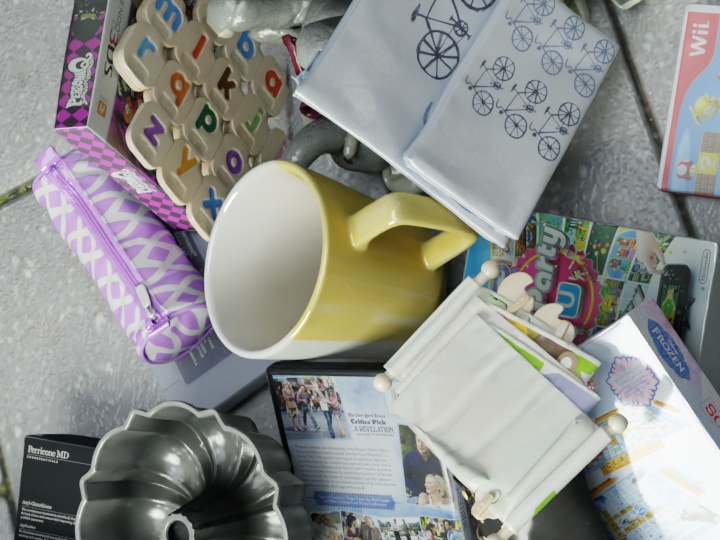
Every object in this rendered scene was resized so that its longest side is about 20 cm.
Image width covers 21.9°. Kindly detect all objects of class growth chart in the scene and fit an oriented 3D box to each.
[{"bbox_3d":[0.095,0.083,1.274,0.145,0.018,0.200,-39,45,0],"label":"growth chart"}]

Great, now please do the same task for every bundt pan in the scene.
[{"bbox_3d":[-0.117,0.198,1.416,0.201,0.076,0.203,0,90,32],"label":"bundt pan"}]

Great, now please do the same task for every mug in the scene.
[{"bbox_3d":[-0.005,0.007,1.410,0.186,0.153,0.150,17,94,51],"label":"mug"}]

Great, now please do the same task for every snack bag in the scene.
[{"bbox_3d":[0.073,-0.147,1.348,0.200,0.021,0.189,35,70,-12],"label":"snack bag"}]

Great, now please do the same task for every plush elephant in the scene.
[{"bbox_3d":[-0.013,-0.139,1.460,0.164,0.200,0.155,24,118,41],"label":"plush elephant"}]

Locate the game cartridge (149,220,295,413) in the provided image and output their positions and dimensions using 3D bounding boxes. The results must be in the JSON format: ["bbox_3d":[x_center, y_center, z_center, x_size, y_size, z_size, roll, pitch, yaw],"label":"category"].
[{"bbox_3d":[-0.136,0.019,1.565,0.133,0.041,0.200,-36,69,24],"label":"game cartridge"}]

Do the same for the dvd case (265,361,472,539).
[{"bbox_3d":[0.011,0.162,1.398,0.142,0.018,0.201,-1,112,30],"label":"dvd case"}]

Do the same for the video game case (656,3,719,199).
[{"bbox_3d":[0.321,-0.116,1.345,0.199,0.017,0.144,9,88,29],"label":"video game case"}]

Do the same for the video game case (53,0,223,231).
[{"bbox_3d":[-0.168,-0.152,1.488,0.036,0.200,0.182,-3,67,24],"label":"video game case"}]

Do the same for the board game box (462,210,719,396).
[{"bbox_3d":[0.172,0.038,1.370,0.199,0.064,0.148,11,93,34],"label":"board game box"}]

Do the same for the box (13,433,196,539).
[{"bbox_3d":[-0.188,0.218,1.544,0.199,0.079,0.142,6,92,29],"label":"box"}]

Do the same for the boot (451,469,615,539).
[{"bbox_3d":[0.093,0.190,1.318,0.200,0.073,0.151,-12,101,36],"label":"boot"}]

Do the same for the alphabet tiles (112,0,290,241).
[{"bbox_3d":[-0.120,-0.127,1.476,0.015,0.200,0.196,-13,40,35],"label":"alphabet tiles"}]

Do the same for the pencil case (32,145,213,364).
[{"bbox_3d":[-0.195,-0.013,1.534,0.084,0.085,0.200,-46,65,17],"label":"pencil case"}]

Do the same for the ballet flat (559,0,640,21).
[{"bbox_3d":[0.175,-0.221,1.413,0.200,0.072,0.072,-22,74,26],"label":"ballet flat"}]

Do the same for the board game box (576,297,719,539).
[{"bbox_3d":[0.184,0.151,1.311,0.200,0.041,0.200,-37,84,39],"label":"board game box"}]
